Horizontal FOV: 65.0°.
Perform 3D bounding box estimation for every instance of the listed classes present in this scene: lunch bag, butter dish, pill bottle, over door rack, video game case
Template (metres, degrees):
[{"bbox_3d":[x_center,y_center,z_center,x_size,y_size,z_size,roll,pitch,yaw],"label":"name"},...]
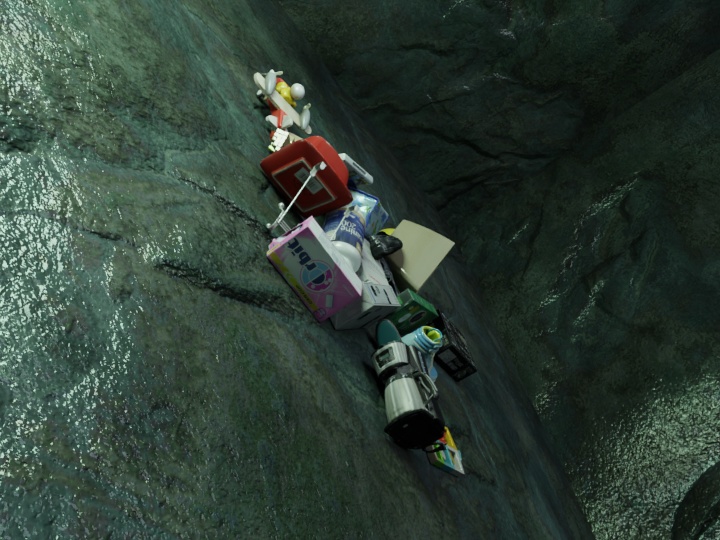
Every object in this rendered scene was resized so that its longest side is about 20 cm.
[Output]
[{"bbox_3d":[-0.031,-0.180,1.645,0.197,0.129,0.170,24,-5,18],"label":"lunch bag"},{"bbox_3d":[-0.113,-0.255,1.405,0.201,0.197,0.149,49,51,-26],"label":"butter dish"},{"bbox_3d":[-0.048,-0.056,1.397,0.111,0.109,0.203,45,37,-35],"label":"pill bottle"},{"bbox_3d":[-0.111,-0.121,1.298,0.148,0.201,0.066,47,-23,-28],"label":"over door rack"},{"bbox_3d":[-0.089,-0.271,1.582,0.181,0.196,0.023,26,63,-61],"label":"video game case"}]

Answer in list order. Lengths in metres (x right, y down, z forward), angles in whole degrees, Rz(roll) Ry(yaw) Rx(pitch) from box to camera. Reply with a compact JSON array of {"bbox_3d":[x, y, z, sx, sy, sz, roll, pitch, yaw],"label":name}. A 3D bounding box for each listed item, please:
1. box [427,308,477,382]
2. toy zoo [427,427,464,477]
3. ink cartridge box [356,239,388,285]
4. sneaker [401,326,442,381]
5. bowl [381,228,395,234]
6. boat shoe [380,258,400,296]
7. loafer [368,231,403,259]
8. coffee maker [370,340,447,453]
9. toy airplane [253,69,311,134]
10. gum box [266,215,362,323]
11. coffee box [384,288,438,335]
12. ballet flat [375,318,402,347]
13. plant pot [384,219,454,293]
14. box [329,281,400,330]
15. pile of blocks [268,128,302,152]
[{"bbox_3d":[0.303,0.259,1.945,0.200,0.085,0.166,45,21,-39],"label":"box"},{"bbox_3d":[0.209,0.448,1.443,0.200,0.020,0.133,41,23,-47],"label":"toy zoo"},{"bbox_3d":[0.000,0.000,1.529,0.146,0.082,0.202,39,25,-47],"label":"ink cartridge box"},{"bbox_3d":[0.195,0.236,1.593,0.200,0.129,0.080,46,18,-36],"label":"sneaker"},{"bbox_3d":[0.148,-0.081,2.071,0.201,0.107,0.201,50,18,-22],"label":"bowl"},{"bbox_3d":[0.065,0.031,1.691,0.062,0.074,0.203,-48,115,-85],"label":"boat shoe"},{"bbox_3d":[0.073,-0.080,1.620,0.072,0.067,0.200,65,20,2],"label":"loafer"},{"bbox_3d":[0.107,0.290,1.290,0.202,0.132,0.194,-103,178,-46],"label":"coffee maker"},{"bbox_3d":[-0.222,-0.491,1.664,0.201,0.140,0.200,57,16,-5],"label":"toy airplane"},{"bbox_3d":[-0.097,-0.005,1.197,0.201,0.112,0.066,53,16,-18],"label":"gum box"},{"bbox_3d":[0.139,0.126,1.647,0.199,0.122,0.044,29,28,-56],"label":"coffee box"},{"bbox_3d":[0.088,0.221,1.449,0.203,0.067,0.075,64,-5,2],"label":"ballet flat"},{"bbox_3d":[0.154,-0.038,1.794,0.176,0.200,0.200,40,-19,7],"label":"plant pot"},{"bbox_3d":[0.010,0.086,1.348,0.061,0.116,0.199,61,16,14],"label":"box"},{"bbox_3d":[-0.219,-0.349,1.574,0.061,0.083,0.200,27,10,5],"label":"pile of blocks"}]
